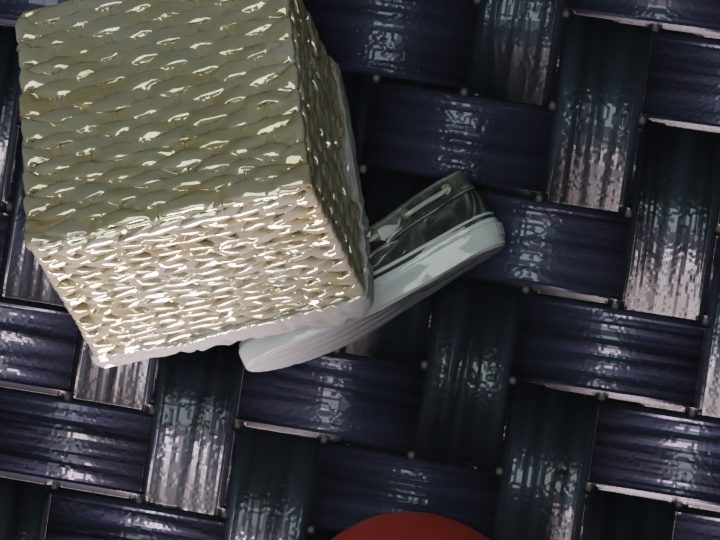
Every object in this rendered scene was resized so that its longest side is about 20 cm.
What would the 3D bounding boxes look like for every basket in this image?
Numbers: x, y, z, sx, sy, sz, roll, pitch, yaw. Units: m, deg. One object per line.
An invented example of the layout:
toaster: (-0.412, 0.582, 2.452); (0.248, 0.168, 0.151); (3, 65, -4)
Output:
basket: (-0.107, -0.071, 1.304); (0.198, 0.161, 0.200); (-11, 61, 6)

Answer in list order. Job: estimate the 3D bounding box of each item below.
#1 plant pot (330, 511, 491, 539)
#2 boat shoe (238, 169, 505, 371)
plant pot: (0.024, 0.265, 1.305); (0.198, 0.177, 0.203); (0, 89, 8)
boat shoe: (0.000, 0.000, 1.374); (0.199, 0.072, 0.071); (-28, 77, -4)
